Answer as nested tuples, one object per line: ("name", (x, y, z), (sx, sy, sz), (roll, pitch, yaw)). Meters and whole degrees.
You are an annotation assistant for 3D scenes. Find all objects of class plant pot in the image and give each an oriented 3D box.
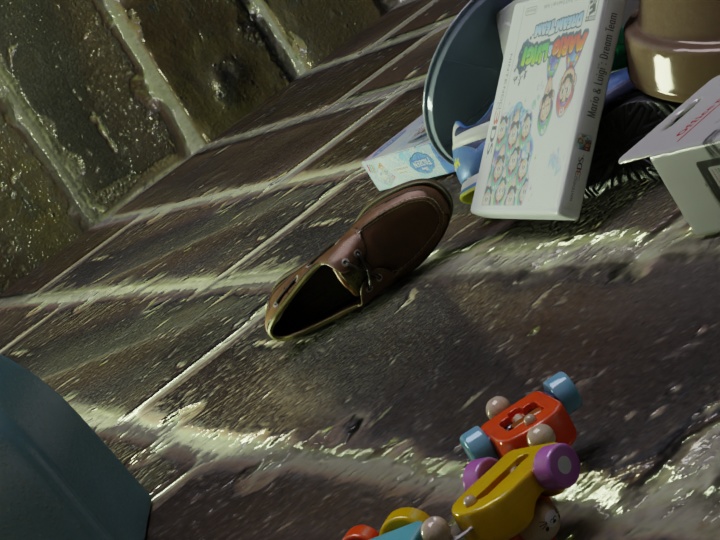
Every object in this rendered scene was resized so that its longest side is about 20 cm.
("plant pot", (-0.294, 0.170, 1.458), (0.196, 0.201, 0.196), (-33, 12, 3))
("plant pot", (0.283, -0.238, 1.446), (0.198, 0.176, 0.201), (-11, 21, 4))

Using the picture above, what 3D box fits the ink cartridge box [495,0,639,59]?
("ink cartridge box", (0.234, -0.214, 1.751), (0.199, 0.068, 0.115), (0, -18, -36))

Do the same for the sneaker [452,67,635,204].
("sneaker", (0.160, -0.131, 1.687), (0.199, 0.083, 0.074), (-27, -25, 22))

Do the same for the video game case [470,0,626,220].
("video game case", (0.147, -0.132, 1.563), (0.200, 0.023, 0.184), (-173, 96, -73))

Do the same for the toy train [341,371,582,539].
("toy train", (0.051, 0.132, 1.024), (0.199, 0.056, 0.150), (-33, 9, -11))

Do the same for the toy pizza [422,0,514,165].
("toy pizza", (0.132, -0.187, 1.808), (0.200, 0.201, 0.032), (-37, 46, -16))

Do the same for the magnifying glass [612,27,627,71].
("magnifying glass", (0.240, -0.191, 1.676), (0.198, 0.023, 0.080), (-5, -17, -9))

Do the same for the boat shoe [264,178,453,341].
("boat shoe", (0.000, 0.000, 1.697), (0.200, 0.072, 0.068), (-40, 12, 24))

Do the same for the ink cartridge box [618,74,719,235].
("ink cartridge box", (0.271, -0.086, 1.265), (0.116, 0.067, 0.200), (-39, 13, -24))

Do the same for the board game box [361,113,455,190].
("board game box", (0.122, -0.166, 2.088), (0.200, 0.044, 0.199), (-39, 13, -22))

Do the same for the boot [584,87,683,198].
("boot", (0.264, -0.141, 1.551), (0.200, 0.066, 0.164), (-36, 12, -33))
